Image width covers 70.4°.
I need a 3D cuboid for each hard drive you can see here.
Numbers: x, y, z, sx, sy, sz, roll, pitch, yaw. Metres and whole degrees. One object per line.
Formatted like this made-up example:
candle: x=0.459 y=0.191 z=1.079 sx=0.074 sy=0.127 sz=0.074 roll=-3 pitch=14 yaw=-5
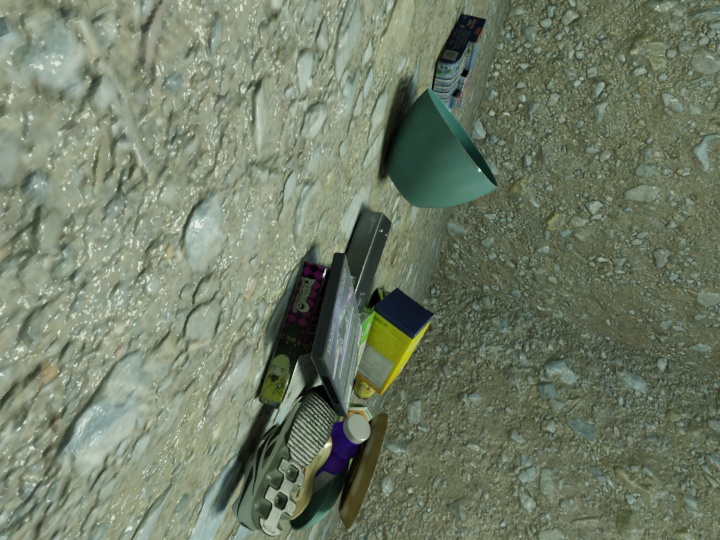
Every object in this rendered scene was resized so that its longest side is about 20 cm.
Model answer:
hard drive: x=0.000 y=0.000 z=0.876 sx=0.135 sy=0.042 sz=0.202 roll=11 pitch=98 yaw=-79

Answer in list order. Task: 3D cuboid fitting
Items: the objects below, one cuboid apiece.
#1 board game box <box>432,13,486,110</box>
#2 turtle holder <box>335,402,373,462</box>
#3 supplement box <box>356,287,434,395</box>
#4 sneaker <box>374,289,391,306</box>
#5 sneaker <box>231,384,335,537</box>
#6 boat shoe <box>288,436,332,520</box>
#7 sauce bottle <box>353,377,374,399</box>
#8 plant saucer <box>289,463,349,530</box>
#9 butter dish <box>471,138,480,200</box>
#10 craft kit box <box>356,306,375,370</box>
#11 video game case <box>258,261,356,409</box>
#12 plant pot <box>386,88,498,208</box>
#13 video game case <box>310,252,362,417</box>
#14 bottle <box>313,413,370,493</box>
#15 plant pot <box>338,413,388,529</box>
board game box: x=0.215 y=-0.434 z=1.166 sx=0.201 sy=0.061 sz=0.201 roll=91 pitch=20 yaw=-55
turtle holder: x=-0.018 y=0.375 z=1.177 sx=0.185 sy=0.139 sz=0.133 roll=25 pitch=67 yaw=-70
supplement box: x=0.064 y=0.161 z=1.156 sx=0.109 sy=0.108 sz=0.201 roll=-33 pitch=154 yaw=-53
sneaker: x=0.082 y=0.085 z=1.303 sx=0.200 sy=0.080 sz=0.075 roll=-20 pitch=118 yaw=-78
sneaker: x=-0.106 y=0.236 z=0.674 sx=0.074 sy=0.088 sz=0.201 roll=55 pitch=46 yaw=-27
boat shoe: x=-0.114 y=0.342 z=0.856 sx=0.064 sy=0.071 sz=0.202 roll=2 pitch=118 yaw=-42
sauce bottle: x=0.016 y=0.274 z=1.367 sx=0.201 sy=0.064 sz=0.065 roll=94 pitch=19 yaw=-48
plant saucer: x=-0.073 y=0.408 z=0.995 sx=0.201 sy=0.036 sz=0.200 roll=-54 pitch=-166 yaw=20
butter dish: x=0.294 y=-0.309 z=1.583 sx=0.201 sy=0.147 sz=0.200 roll=62 pitch=30 yaw=-15
craft kit box: x=-0.037 y=0.185 z=1.008 sx=0.197 sy=0.048 sz=0.202 roll=-38 pitch=146 yaw=-75
video game case: x=-0.065 y=0.085 z=0.711 sx=0.200 sy=0.035 sz=0.183 roll=18 pitch=91 yaw=-79
plant pot: x=0.123 y=-0.186 z=0.877 sx=0.134 sy=0.201 sz=0.200 roll=-35 pitch=-177 yaw=22
video game case: x=-0.026 y=0.092 z=0.682 sx=0.201 sy=0.019 sz=0.144 roll=77 pitch=20 yaw=-55
bottle: x=-0.055 y=0.320 z=0.898 sx=0.200 sy=0.065 sz=0.084 roll=-50 pitch=-161 yaw=34
plant pot: x=0.002 y=0.345 z=0.900 sx=0.200 sy=0.027 sz=0.202 roll=22 pitch=90 yaw=-88
